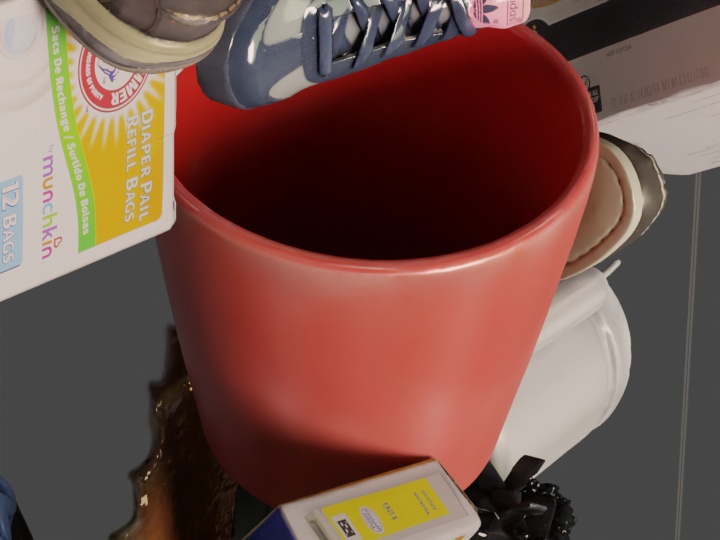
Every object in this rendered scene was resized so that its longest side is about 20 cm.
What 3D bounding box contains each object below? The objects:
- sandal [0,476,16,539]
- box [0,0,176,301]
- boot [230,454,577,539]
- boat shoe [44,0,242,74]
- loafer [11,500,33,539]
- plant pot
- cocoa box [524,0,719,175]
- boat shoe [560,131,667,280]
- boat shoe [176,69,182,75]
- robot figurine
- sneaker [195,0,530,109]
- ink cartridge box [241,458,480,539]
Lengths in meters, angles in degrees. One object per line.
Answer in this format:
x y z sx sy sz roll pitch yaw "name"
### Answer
-0.161 0.156 0.726 0.087 0.079 0.201 39 36 -22 "sandal"
-0.164 -0.050 0.675 0.199 0.101 0.114 -26 129 -45 "box"
0.014 0.163 0.969 0.074 0.161 0.200 -76 177 -53 "boot"
-0.102 -0.158 0.638 0.073 0.200 0.075 -38 -174 43 "boat shoe"
-0.136 0.175 0.872 0.070 0.068 0.202 -41 136 -19 "loafer"
0.000 0.000 0.871 0.200 0.199 0.179 -37 145 -37 "plant pot"
0.174 -0.133 0.952 0.132 0.199 0.133 3 79 -34 "cocoa box"
0.085 -0.031 0.944 0.060 0.201 0.073 -10 89 -30 "boat shoe"
-0.085 -0.166 0.752 0.057 0.068 0.202 -38 134 -37 "boat shoe"
0.067 0.056 1.048 0.199 0.113 0.170 -32 172 -42 "robot figurine"
0.023 -0.119 0.815 0.200 0.082 0.071 -38 145 -29 "sneaker"
-0.065 0.160 0.781 0.198 0.047 0.199 -44 162 20 "ink cartridge box"
